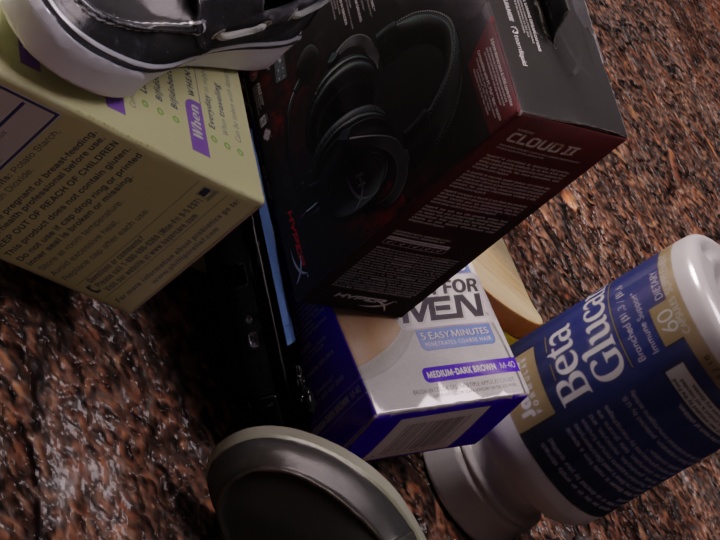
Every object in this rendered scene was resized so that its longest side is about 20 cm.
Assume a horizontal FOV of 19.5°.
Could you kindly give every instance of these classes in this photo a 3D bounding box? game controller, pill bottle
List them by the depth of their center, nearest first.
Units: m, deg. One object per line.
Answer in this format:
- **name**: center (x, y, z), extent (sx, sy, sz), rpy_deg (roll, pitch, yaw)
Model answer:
- **game controller**: center (-0.053, -0.016, 1.042), extent (0.104, 0.042, 0.201), rpy_deg (-14, 93, -79)
- **pill bottle**: center (0.136, 0.075, 1.189), extent (0.111, 0.199, 0.111), rpy_deg (44, 25, -27)

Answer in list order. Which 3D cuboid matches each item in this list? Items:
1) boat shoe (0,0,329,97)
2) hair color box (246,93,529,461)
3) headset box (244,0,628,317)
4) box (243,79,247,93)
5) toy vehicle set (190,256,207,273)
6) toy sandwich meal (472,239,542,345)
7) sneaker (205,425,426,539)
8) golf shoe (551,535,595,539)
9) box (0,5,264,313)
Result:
- **boat shoe**: center (-0.072, -0.121, 0.894), extent (0.200, 0.068, 0.072), rpy_deg (-9, 65, -58)
- **hair color box**: center (0.000, 0.000, 1.142), extent (0.109, 0.065, 0.201), rpy_deg (-5, 61, -38)
- **headset box**: center (0.037, -0.091, 1.042), extent (0.077, 0.200, 0.150), rpy_deg (8, 56, -38)
- **box**: center (-0.101, -0.170, 1.110), extent (0.200, 0.078, 0.095), rpy_deg (31, 34, -48)
- **toy vehicle set**: center (-0.127, -0.100, 1.103), extent (0.124, 0.026, 0.201), rpy_deg (26, 38, -52)
- **toy sandwich meal**: center (0.040, -0.032, 1.300), extent (0.205, 0.070, 0.206), rpy_deg (45, 26, -28)
- **sneaker**: center (0.000, 0.164, 0.953), extent (0.200, 0.075, 0.106), rpy_deg (50, 21, -21)
- **golf shoe**: center (0.165, 0.224, 1.232), extent (0.199, 0.072, 0.093), rpy_deg (22, 46, -40)
- **box**: center (-0.156, -0.104, 0.924), extent (0.199, 0.097, 0.177), rpy_deg (26, 39, -40)
